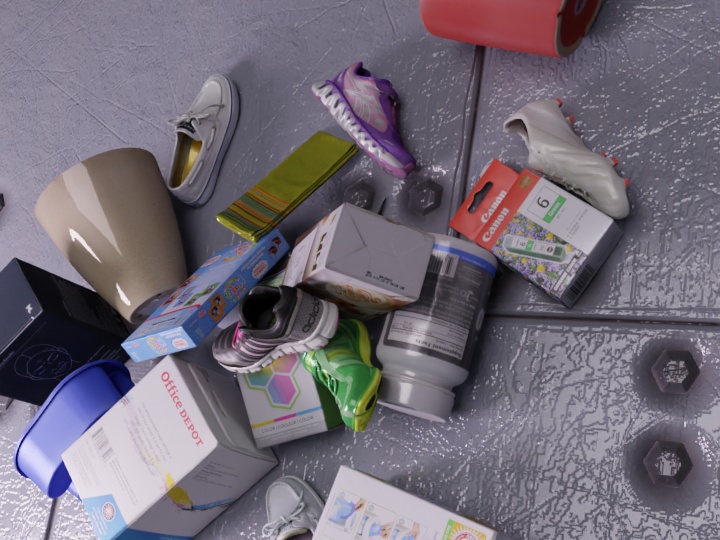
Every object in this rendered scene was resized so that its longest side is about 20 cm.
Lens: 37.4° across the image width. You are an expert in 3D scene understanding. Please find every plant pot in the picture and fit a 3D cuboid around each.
[{"bbox_3d":[0.196,-0.356,1.299,0.176,0.200,0.201,27,86,23],"label":"plant pot"},{"bbox_3d":[-0.324,-0.034,1.483,0.187,0.187,0.201,-35,74,13],"label":"plant pot"}]

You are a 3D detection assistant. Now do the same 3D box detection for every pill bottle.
[{"bbox_3d":[0.083,0.067,1.243,0.113,0.114,0.202,10,78,31],"label":"pill bottle"}]

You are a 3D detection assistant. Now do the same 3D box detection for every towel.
[{"bbox_3d":[-0.097,-0.117,1.411,0.086,0.018,0.200,28,62,38],"label":"towel"}]

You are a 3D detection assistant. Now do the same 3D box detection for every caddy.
[{"bbox_3d":[-0.374,0.213,1.428,0.105,0.141,0.200,39,93,28],"label":"caddy"}]

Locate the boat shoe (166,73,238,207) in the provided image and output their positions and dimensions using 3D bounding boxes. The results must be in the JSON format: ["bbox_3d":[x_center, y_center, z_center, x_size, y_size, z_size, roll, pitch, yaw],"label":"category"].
[{"bbox_3d":[-0.239,-0.200,1.531,0.074,0.086,0.204,10,78,31],"label":"boat shoe"}]

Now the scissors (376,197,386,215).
[{"bbox_3d":[0.000,0.000,1.365,0.014,0.073,0.201,-2,46,47],"label":"scissors"}]

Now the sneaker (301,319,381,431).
[{"bbox_3d":[-0.026,0.118,1.212,0.200,0.083,0.075,-111,33,-65],"label":"sneaker"}]

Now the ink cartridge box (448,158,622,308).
[{"bbox_3d":[0.197,-0.055,1.261,0.200,0.050,0.109,37,92,32],"label":"ink cartridge box"}]

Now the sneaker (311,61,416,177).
[{"bbox_3d":[0.019,-0.206,1.401,0.088,0.081,0.200,-40,57,2],"label":"sneaker"}]

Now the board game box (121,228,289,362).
[{"bbox_3d":[-0.197,0.032,1.362,0.151,0.037,0.200,-17,26,48],"label":"board game box"}]

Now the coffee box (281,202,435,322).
[{"bbox_3d":[-0.010,-0.003,1.221,0.200,0.114,0.080,153,135,-68],"label":"coffee box"}]

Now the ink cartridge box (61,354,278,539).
[{"bbox_3d":[-0.238,0.236,1.340,0.200,0.144,0.148,-41,58,10],"label":"ink cartridge box"}]

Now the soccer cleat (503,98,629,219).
[{"bbox_3d":[0.242,-0.124,1.246,0.077,0.070,0.201,-25,53,-9],"label":"soccer cleat"}]

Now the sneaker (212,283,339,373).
[{"bbox_3d":[-0.116,0.060,1.223,0.199,0.087,0.074,-19,45,44],"label":"sneaker"}]

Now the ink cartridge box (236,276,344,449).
[{"bbox_3d":[-0.099,0.110,1.323,0.103,0.059,0.202,-17,85,22],"label":"ink cartridge box"}]

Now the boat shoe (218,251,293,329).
[{"bbox_3d":[-0.111,0.015,1.401,0.199,0.070,0.067,-30,36,25],"label":"boat shoe"}]

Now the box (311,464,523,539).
[{"bbox_3d":[0.064,0.303,1.169,0.199,0.112,0.102,17,80,32],"label":"box"}]

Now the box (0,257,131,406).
[{"bbox_3d":[-0.437,0.095,1.468,0.148,0.200,0.107,-43,58,8],"label":"box"}]

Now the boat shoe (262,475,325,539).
[{"bbox_3d":[-0.070,0.336,1.260,0.074,0.065,0.203,-27,62,18],"label":"boat shoe"}]
